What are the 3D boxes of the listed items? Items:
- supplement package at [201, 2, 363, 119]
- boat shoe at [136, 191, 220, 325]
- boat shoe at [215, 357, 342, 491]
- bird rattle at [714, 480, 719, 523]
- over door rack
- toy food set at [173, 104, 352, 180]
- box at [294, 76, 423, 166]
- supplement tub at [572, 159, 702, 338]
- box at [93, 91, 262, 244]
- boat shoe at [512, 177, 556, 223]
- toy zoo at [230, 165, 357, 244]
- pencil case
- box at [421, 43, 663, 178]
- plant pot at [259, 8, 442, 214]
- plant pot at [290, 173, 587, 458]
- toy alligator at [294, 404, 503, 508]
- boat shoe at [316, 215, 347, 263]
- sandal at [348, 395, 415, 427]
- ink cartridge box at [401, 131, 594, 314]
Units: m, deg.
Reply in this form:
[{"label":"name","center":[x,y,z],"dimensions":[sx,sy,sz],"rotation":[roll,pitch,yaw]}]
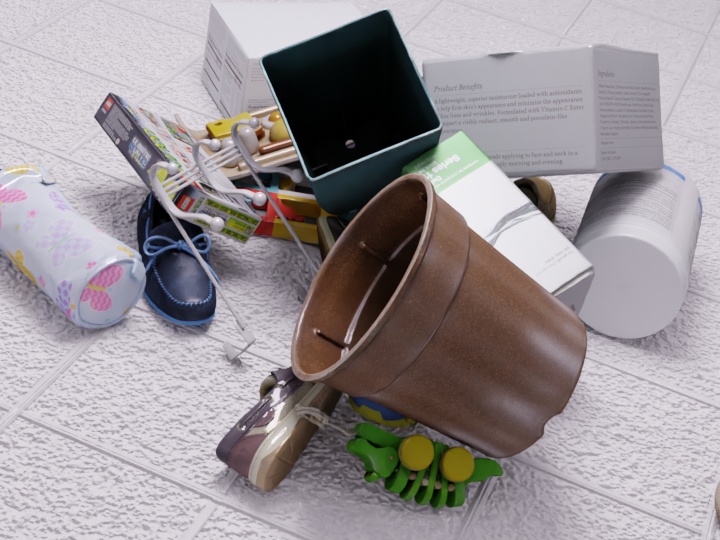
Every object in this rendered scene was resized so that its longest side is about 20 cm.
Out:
[{"label":"supplement package","center":[-0.081,-0.259,1.751],"dimensions":[0.199,0.111,0.156],"rotation":[-4,37,-25]},{"label":"boat shoe","center":[-0.195,-0.023,1.399],"dimensions":[0.084,0.069,0.200],"rotation":[-6,37,-25]},{"label":"boat shoe","center":[-0.061,0.116,1.238],"dimensions":[0.065,0.072,0.200],"rotation":[26,41,11]},{"label":"bird rattle","center":[0.399,0.196,1.251],"dimensions":[0.162,0.113,0.200],"rotation":[-16,37,-11]},{"label":"over door rack","center":[-0.106,-0.038,1.344],"dimensions":[0.066,0.201,0.148],"rotation":[-16,13,39]},{"label":"toy food set","center":[-0.106,-0.178,1.593],"dimensions":[0.199,0.061,0.144],"rotation":[-17,32,-14]},{"label":"box","center":[0.024,-0.169,1.627],"dimensions":[0.199,0.036,0.143],"rotation":[-32,35,-25]},{"label":"supplement tub","center":[0.303,-0.030,1.519],"dimensions":[0.131,0.133,0.200],"rotation":[19,33,10]},{"label":"box","center":[-0.193,-0.109,1.443],"dimensions":[0.110,0.035,0.200],"rotation":[23,18,-44]},{"label":"boat shoe","center":[0.189,-0.072,1.593],"dimensions":[0.071,0.077,0.200],"rotation":[17,33,11]},{"label":"toy zoo","center":[-0.102,-0.081,1.561],"dimensions":[0.199,0.021,0.131],"rotation":[10,33,-4]},{"label":"pencil case","center":[-0.296,-0.026,1.357],"dimensions":[0.091,0.083,0.200],"rotation":[-36,54,-22]},{"label":"box","center":[0.198,-0.166,1.481],"dimensions":[0.198,0.132,0.200],"rotation":[0,5,33]},{"label":"plant pot","center":[-0.004,-0.143,1.429],"dimensions":[0.141,0.200,0.142],"rotation":[-22,73,-4]},{"label":"plant pot","center":[0.075,0.054,1.195],"dimensions":[0.198,0.200,0.201],"rotation":[33,28,-19]},{"label":"toy alligator","center":[0.030,0.167,1.191],"dimensions":[0.199,0.059,0.055],"rotation":[18,74,-17]},{"label":"boat shoe","center":[0.000,0.000,1.407],"dimensions":[0.064,0.074,0.200],"rotation":[-15,33,-7]},{"label":"sandal","center":[0.050,0.074,1.324],"dimensions":[0.079,0.087,0.200],"rotation":[23,36,13]},{"label":"ink cartridge box","center":[0.127,-0.014,1.376],"dimensions":[0.083,0.147,0.200],"rotation":[-32,65,-22]}]
